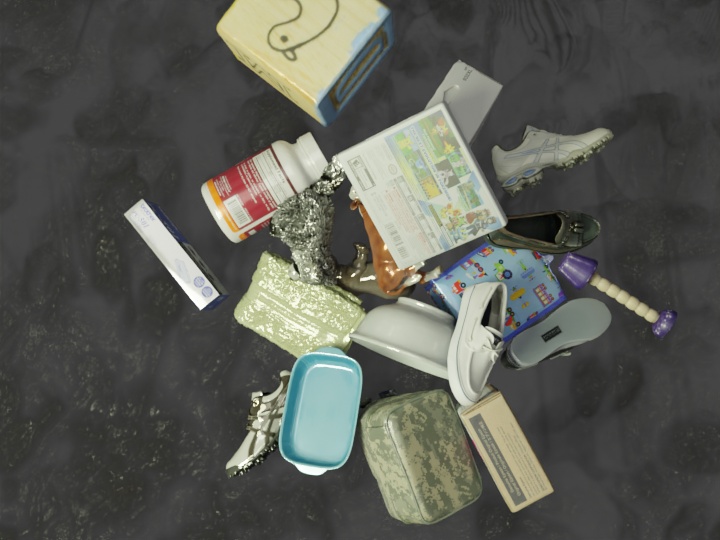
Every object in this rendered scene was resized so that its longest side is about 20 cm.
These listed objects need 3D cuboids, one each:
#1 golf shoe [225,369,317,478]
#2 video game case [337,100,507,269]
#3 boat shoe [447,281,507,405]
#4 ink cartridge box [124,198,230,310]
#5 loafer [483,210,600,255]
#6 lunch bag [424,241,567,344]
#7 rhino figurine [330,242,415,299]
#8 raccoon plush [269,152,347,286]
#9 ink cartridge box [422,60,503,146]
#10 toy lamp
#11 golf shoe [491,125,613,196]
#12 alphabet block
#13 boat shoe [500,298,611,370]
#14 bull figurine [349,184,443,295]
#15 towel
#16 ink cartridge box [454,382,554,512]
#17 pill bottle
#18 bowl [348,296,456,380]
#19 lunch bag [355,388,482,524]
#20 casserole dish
[{"bbox_3d":[-0.160,0.250,1.579,0.094,0.078,0.200,44,80,7],"label":"golf shoe"},{"bbox_3d":[0.089,-0.119,1.400,0.182,0.022,0.200,-23,104,25],"label":"video game case"},{"bbox_3d":[0.180,0.103,1.435,0.074,0.065,0.200,30,57,-36],"label":"boat shoe"},{"bbox_3d":[-0.299,-0.024,1.582,0.044,0.094,0.200,-40,87,1],"label":"ink cartridge box"},{"bbox_3d":[0.298,-0.063,1.538,0.200,0.063,0.072,-2,82,-15],"label":"loafer"},{"bbox_3d":[0.230,0.028,1.560,0.200,0.094,0.151,-34,84,-8],"label":"lunch bag"},{"bbox_3d":[0.000,0.000,1.581,0.200,0.060,0.088,5,98,7],"label":"rhino figurine"},{"bbox_3d":[-0.057,-0.069,1.499,0.134,0.097,0.200,49,121,26],"label":"raccoon plush"},{"bbox_3d":[0.129,-0.200,1.489,0.084,0.200,0.145,30,60,4],"label":"ink cartridge box"},{"bbox_3d":[0.411,0.036,1.552,0.200,0.058,0.058,32,90,2],"label":"toy lamp"},{"bbox_3d":[0.308,-0.203,1.565,0.200,0.078,0.097,-24,81,1],"label":"golf shoe"},{"bbox_3d":[-0.080,-0.374,1.532,0.200,0.196,0.195,38,89,4],"label":"alphabet block"},{"bbox_3d":[0.314,0.108,1.554,0.199,0.068,0.074,-29,79,-22],"label":"boat shoe"},{"bbox_3d":[0.052,-0.061,1.503,0.121,0.065,0.200,-7,101,34],"label":"bull figurine"},{"bbox_3d":[-0.100,0.069,1.572,0.200,0.036,0.148,31,110,8],"label":"towel"},{"bbox_3d":[0.218,0.268,1.489,0.075,0.200,0.165,-30,86,2],"label":"ink cartridge box"},{"bbox_3d":[-0.147,-0.139,1.568,0.200,0.113,0.113,-29,87,1],"label":"pill bottle"},{"bbox_3d":[0.089,0.100,1.509,0.201,0.201,0.090,21,81,4],"label":"bowl"},{"bbox_3d":[0.076,0.290,1.517,0.139,0.168,0.200,-21,89,-32],"label":"lunch bag"},{"bbox_3d":[-0.058,0.222,1.517,0.121,0.039,0.200,6,76,17],"label":"casserole dish"}]
